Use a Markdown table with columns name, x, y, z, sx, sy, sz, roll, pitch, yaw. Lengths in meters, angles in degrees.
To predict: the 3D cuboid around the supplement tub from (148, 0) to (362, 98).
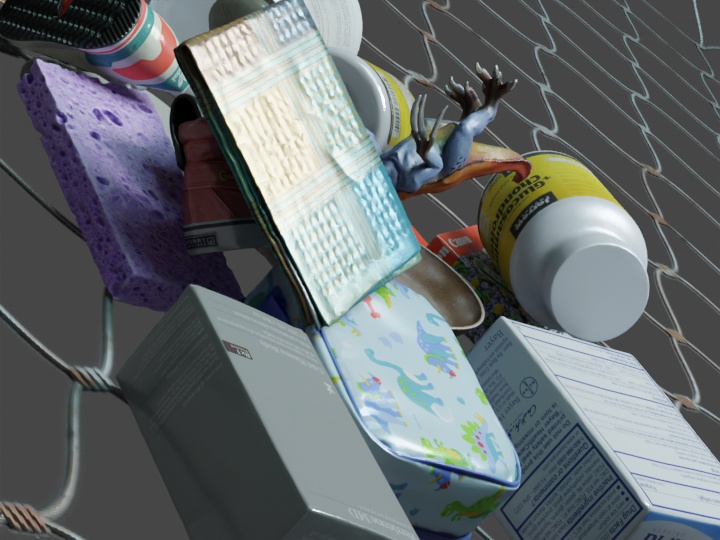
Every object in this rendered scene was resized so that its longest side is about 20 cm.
| name | x | y | z | sx | sy | sz | roll | pitch | yaw |
| --- | --- | --- | --- | --- | --- | --- | --- | --- | --- |
| supplement tub | -0.088 | -0.205 | 1.784 | 0.132 | 0.132 | 0.200 | 43 | 20 | 9 |

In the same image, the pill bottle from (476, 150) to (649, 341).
| name | x | y | z | sx | sy | sz | roll | pitch | yaw |
| --- | --- | --- | --- | --- | --- | --- | --- | --- | --- |
| pill bottle | 0.166 | -0.017 | 1.683 | 0.112 | 0.112 | 0.200 | 33 | 11 | -19 |

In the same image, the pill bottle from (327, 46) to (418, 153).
| name | x | y | z | sx | sy | sz | roll | pitch | yaw |
| --- | --- | --- | --- | --- | --- | --- | --- | --- | --- |
| pill bottle | -0.011 | -0.117 | 1.734 | 0.114 | 0.114 | 0.200 | 44 | 7 | 11 |

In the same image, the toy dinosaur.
| name | x | y | z | sx | sy | sz | roll | pitch | yaw |
| --- | --- | --- | --- | --- | --- | --- | --- | --- | --- |
| toy dinosaur | 0.050 | -0.077 | 1.584 | 0.200 | 0.182 | 0.105 | 48 | -26 | -25 |

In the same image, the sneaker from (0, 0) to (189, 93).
| name | x | y | z | sx | sy | sz | roll | pitch | yaw |
| --- | --- | --- | --- | --- | --- | --- | --- | --- | --- |
| sneaker | -0.196 | -0.169 | 1.551 | 0.199 | 0.071 | 0.093 | 19 | -19 | 51 |

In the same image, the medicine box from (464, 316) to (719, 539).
| name | x | y | z | sx | sy | sz | roll | pitch | yaw |
| --- | --- | --- | --- | --- | --- | --- | --- | --- | --- |
| medicine box | 0.174 | 0.148 | 1.539 | 0.182 | 0.103 | 0.200 | 17 | 30 | -49 |

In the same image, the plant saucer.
| name | x | y | z | sx | sy | sz | roll | pitch | yaw |
| --- | --- | --- | --- | --- | --- | --- | --- | --- | --- |
| plant saucer | 0.000 | 0.000 | 1.587 | 0.199 | 0.032 | 0.200 | 25 | 19 | -9 |

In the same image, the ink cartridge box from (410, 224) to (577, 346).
| name | x | y | z | sx | sy | sz | roll | pitch | yaw |
| --- | --- | --- | --- | --- | --- | --- | --- | --- | --- |
| ink cartridge box | 0.093 | 0.004 | 1.783 | 0.200 | 0.050 | 0.109 | 45 | 20 | 12 |

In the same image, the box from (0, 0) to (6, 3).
| name | x | y | z | sx | sy | sz | roll | pitch | yaw |
| --- | --- | --- | --- | --- | --- | --- | --- | --- | --- |
| box | -0.338 | -0.290 | 1.667 | 0.163 | 0.021 | 0.200 | 24 | 25 | -39 |

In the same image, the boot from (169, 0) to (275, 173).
| name | x | y | z | sx | sy | sz | roll | pitch | yaw |
| --- | --- | --- | --- | --- | --- | --- | --- | --- | --- |
| boot | -0.088 | -0.116 | 1.487 | 0.130 | 0.067 | 0.201 | 4 | 65 | -58 |

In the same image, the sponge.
| name | x | y | z | sx | sy | sz | roll | pitch | yaw |
| --- | --- | --- | --- | --- | --- | --- | --- | --- | --- |
| sponge | -0.158 | -0.054 | 1.438 | 0.111 | 0.030 | 0.201 | 15 | 38 | -48 |

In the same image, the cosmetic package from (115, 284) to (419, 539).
| name | x | y | z | sx | sy | sz | roll | pitch | yaw |
| --- | --- | --- | --- | --- | --- | --- | --- | --- | --- |
| cosmetic package | -0.055 | 0.112 | 1.219 | 0.107 | 0.090 | 0.200 | 25 | 21 | -43 |

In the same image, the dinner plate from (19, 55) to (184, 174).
| name | x | y | z | sx | sy | sz | roll | pitch | yaw |
| --- | --- | --- | --- | --- | --- | --- | --- | --- | --- |
| dinner plate | -0.167 | -0.101 | 1.574 | 0.200 | 0.024 | 0.200 | 36 | 20 | -15 |

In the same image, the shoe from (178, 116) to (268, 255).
| name | x | y | z | sx | sy | sz | roll | pitch | yaw |
| --- | --- | --- | --- | --- | --- | --- | --- | --- | --- |
| shoe | -0.045 | -0.063 | 1.419 | 0.199 | 0.071 | 0.092 | -7 | 91 | -50 |

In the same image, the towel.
| name | x | y | z | sx | sy | sz | roll | pitch | yaw |
| --- | --- | --- | --- | --- | --- | --- | --- | --- | --- |
| towel | -0.037 | -0.073 | 1.366 | 0.146 | 0.022 | 0.201 | -33 | 98 | -54 |

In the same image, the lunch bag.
| name | x | y | z | sx | sy | sz | roll | pitch | yaw |
| --- | --- | --- | --- | --- | --- | --- | --- | --- | --- |
| lunch bag | 0.006 | 0.082 | 1.389 | 0.160 | 0.083 | 0.201 | 20 | 32 | -42 |
